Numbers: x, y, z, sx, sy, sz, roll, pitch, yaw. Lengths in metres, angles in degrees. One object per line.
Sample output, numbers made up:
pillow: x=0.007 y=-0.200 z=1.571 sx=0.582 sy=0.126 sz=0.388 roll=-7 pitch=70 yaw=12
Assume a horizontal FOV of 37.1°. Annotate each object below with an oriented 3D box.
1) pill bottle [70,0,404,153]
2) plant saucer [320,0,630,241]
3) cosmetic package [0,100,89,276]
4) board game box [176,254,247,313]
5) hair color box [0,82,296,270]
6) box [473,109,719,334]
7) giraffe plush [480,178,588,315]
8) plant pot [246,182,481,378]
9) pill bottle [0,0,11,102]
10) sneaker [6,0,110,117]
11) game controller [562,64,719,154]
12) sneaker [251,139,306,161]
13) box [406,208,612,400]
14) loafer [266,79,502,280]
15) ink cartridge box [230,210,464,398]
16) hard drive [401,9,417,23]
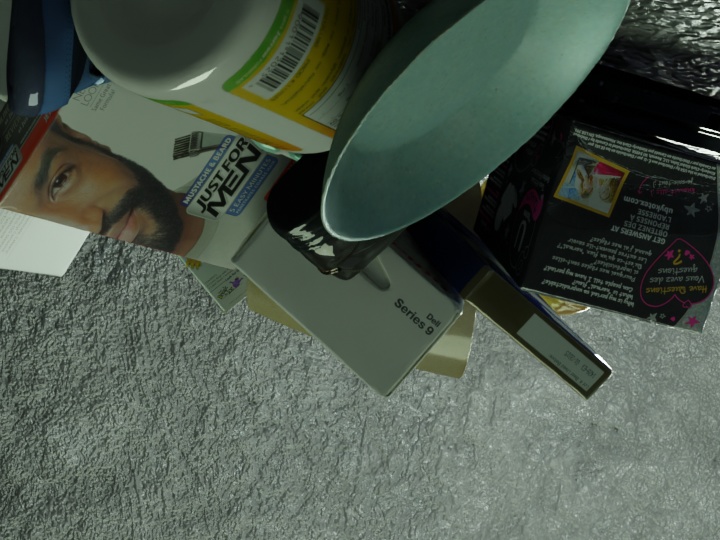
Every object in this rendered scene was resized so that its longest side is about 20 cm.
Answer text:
pill bottle: x=-0.043 y=-0.122 z=0.549 sx=0.110 sy=0.112 sz=0.200 roll=9 pitch=179 yaw=26
plant saucer: x=0.051 y=-0.096 z=0.546 sx=0.039 sy=0.201 sz=0.201 roll=52 pitch=-166 yaw=17
cosmetic package: x=-0.373 y=-0.114 z=1.088 sx=0.167 sy=0.167 sz=0.200 roll=39 pitch=-169 yaw=23
board game box: x=-0.161 y=-0.076 z=1.048 sx=0.201 sy=0.105 sz=0.103 roll=54 pitch=175 yaw=-22
hair color box: x=-0.139 y=-0.077 z=0.724 sx=0.199 sy=0.111 sz=0.064 roll=16 pitch=-149 yaw=-46
box: x=0.168 y=-0.045 z=0.762 sx=0.131 sy=0.116 sz=0.200 roll=14 pitch=-167 yaw=-7
giraffe plush: x=0.199 y=-0.070 z=0.934 sx=0.200 sy=0.173 sz=0.162 roll=43 pitch=170 yaw=5
plant pot: x=-0.001 y=-0.004 z=0.979 sx=0.198 sy=0.189 sz=0.187 roll=5 pitch=179 yaw=-2
pill bottle: x=-0.178 y=-0.134 z=0.789 sx=0.115 sy=0.117 sz=0.200 roll=9 pitch=171 yaw=29
sneaker: x=-0.137 y=-0.135 z=0.565 sx=0.081 sy=0.074 sz=0.201 roll=12 pitch=-152 yaw=-10
game controller: x=0.207 y=-0.118 z=0.763 sx=0.198 sy=0.042 sz=0.104 roll=11 pitch=-167 yaw=-23
sneaker: x=-0.023 y=-0.108 z=0.747 sx=0.199 sy=0.078 sz=0.140 roll=23 pitch=-176 yaw=-20
box: x=0.096 y=0.009 z=0.780 sx=0.121 sy=0.032 sz=0.200 roll=38 pitch=-170 yaw=-22
loafer: x=0.036 y=-0.075 z=0.666 sx=0.072 sy=0.199 sz=0.073 roll=49 pitch=-173 yaw=-40
ink cartridge box: x=0.000 y=0.000 z=0.798 sx=0.146 sy=0.084 sz=0.200 roll=41 pitch=-171 yaw=2
hard drive: x=-0.027 y=-0.159 z=0.764 sx=0.131 sy=0.027 sz=0.200 roll=10 pitch=179 yaw=-13
